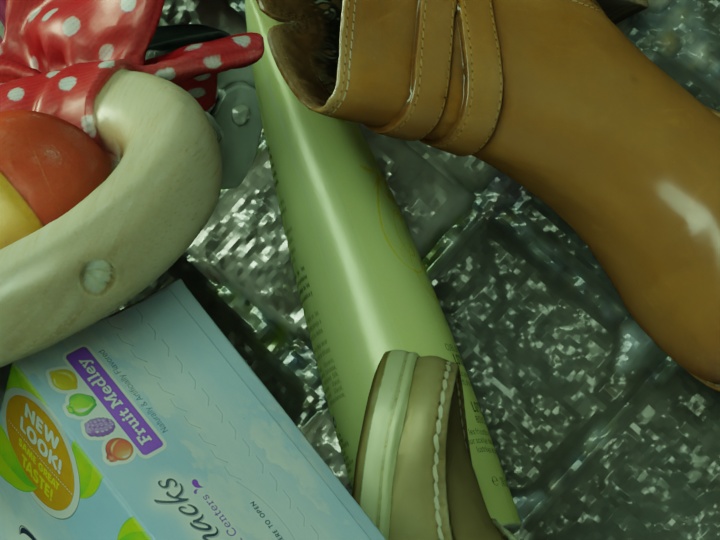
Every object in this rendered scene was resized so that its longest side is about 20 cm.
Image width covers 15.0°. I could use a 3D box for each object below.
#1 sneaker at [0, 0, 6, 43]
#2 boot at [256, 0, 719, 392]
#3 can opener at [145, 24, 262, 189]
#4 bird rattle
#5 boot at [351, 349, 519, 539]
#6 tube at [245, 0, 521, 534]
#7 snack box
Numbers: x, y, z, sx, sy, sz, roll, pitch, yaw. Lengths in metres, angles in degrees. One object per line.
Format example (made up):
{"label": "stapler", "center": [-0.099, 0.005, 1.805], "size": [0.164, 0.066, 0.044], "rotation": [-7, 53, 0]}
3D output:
{"label": "sneaker", "center": [-0.084, -0.136, 0.968], "size": [0.199, 0.074, 0.088], "rotation": [-10, 32, 32]}
{"label": "boot", "center": [0.052, -0.050, 0.859], "size": [0.077, 0.155, 0.201], "rotation": [-37, 62, 36]}
{"label": "can opener", "center": [-0.119, -0.045, 0.911], "size": [0.066, 0.199, 0.053], "rotation": [20, 115, 49]}
{"label": "bird rattle", "center": [-0.103, -0.017, 0.799], "size": [0.199, 0.113, 0.163], "rotation": [-25, 29, -22]}
{"label": "boot", "center": [0.079, 0.115, 0.826], "size": [0.154, 0.072, 0.201], "rotation": [-2, 111, 15]}
{"label": "tube", "center": [0.000, 0.000, 0.914], "size": [0.052, 0.058, 0.201], "rotation": [-10, 73, -31]}
{"label": "snack box", "center": [-0.050, 0.129, 0.825], "size": [0.067, 0.200, 0.169], "rotation": [-26, 65, -33]}
